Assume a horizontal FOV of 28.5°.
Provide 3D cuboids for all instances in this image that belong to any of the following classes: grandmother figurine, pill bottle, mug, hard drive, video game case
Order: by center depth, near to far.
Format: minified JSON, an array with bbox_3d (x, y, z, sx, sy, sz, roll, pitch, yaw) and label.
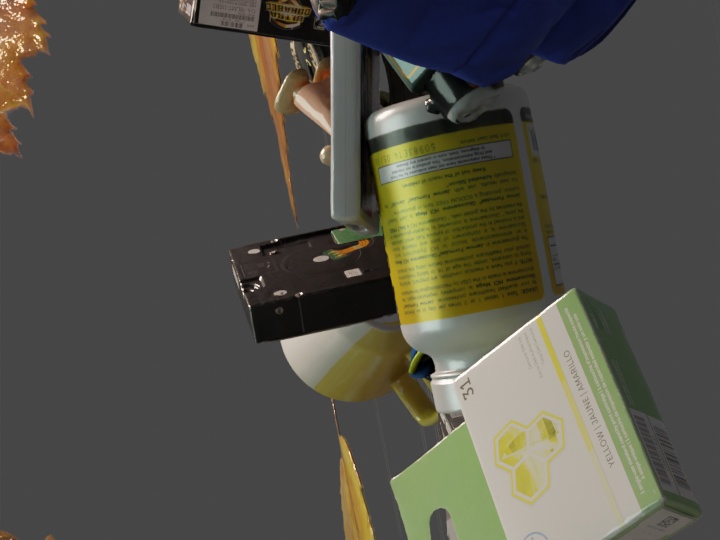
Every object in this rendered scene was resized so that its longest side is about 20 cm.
[{"bbox_3d":[0.073,-0.013,0.935,0.112,0.111,0.202,161,98,-81],"label":"pill bottle"},{"bbox_3d":[-0.003,-0.131,1.011,0.182,0.023,0.202,20,-110,-85],"label":"video game case"},{"bbox_3d":[0.000,0.000,1.143,0.140,0.198,0.038,-123,22,-67],"label":"hard drive"},{"bbox_3d":[0.023,-0.100,1.164,0.200,0.121,0.061,45,153,29],"label":"grandmother figurine"},{"bbox_3d":[0.024,0.045,1.374,0.153,0.185,0.151,129,163,-68],"label":"mug"}]

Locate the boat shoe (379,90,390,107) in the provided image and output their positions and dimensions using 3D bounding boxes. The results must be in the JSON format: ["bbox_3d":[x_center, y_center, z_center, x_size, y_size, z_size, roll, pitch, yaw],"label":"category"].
[{"bbox_3d":[0.019,-0.135,1.322,0.200,0.072,0.065,-127,39,-65],"label":"boat shoe"}]

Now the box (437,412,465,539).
[{"bbox_3d":[0.113,0.209,1.155,0.200,0.048,0.160,-114,17,-60],"label":"box"}]

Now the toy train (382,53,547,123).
[{"bbox_3d":[0.034,-0.184,0.852,0.201,0.085,0.114,53,134,10],"label":"toy train"}]

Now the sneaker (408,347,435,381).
[{"bbox_3d":[0.068,0.044,1.163,0.201,0.078,0.066,-112,12,-59],"label":"sneaker"}]

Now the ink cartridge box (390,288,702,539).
[{"bbox_3d":[0.089,0.128,0.832,0.200,0.048,0.146,-40,48,27],"label":"ink cartridge box"}]

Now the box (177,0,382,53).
[{"bbox_3d":[-0.055,-0.225,1.237,0.200,0.196,0.050,-132,51,-73],"label":"box"}]

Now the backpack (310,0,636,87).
[{"bbox_3d":[0.073,-0.197,0.562,0.200,0.167,0.163,-52,44,34],"label":"backpack"}]

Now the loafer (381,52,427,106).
[{"bbox_3d":[0.055,-0.146,1.082,0.070,0.069,0.202,4,-95,-58],"label":"loafer"}]

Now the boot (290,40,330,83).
[{"bbox_3d":[-0.041,-0.267,1.491,0.154,0.073,0.205,-127,24,-62],"label":"boot"}]
